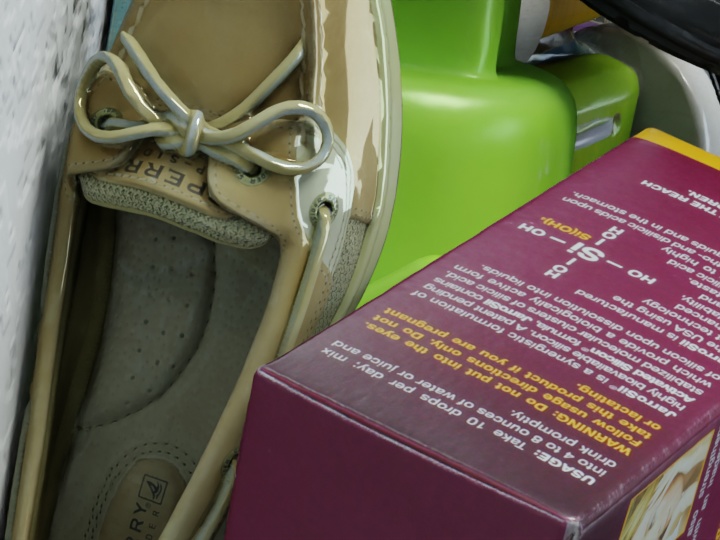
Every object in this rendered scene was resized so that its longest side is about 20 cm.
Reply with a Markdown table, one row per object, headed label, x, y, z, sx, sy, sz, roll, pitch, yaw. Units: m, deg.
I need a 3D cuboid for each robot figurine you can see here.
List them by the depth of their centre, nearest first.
| label | x | y | z | sx | sy | sz | roll | pitch | yaw |
| --- | --- | --- | --- | --- | --- | --- | --- | --- | --- |
| robot figurine | 0.000 | 0.000 | 0.754 | 0.175 | 0.115 | 0.201 | -51 | 149 | -77 |

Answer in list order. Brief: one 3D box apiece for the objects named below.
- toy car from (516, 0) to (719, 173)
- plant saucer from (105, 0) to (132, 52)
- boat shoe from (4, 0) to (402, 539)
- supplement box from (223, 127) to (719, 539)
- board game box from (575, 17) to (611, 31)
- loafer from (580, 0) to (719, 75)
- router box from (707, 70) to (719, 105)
| label | x | y | z | sx | sy | sz | roll | pitch | yaw |
| --- | --- | --- | --- | --- | --- | --- | --- | --- | --- |
| toy car | 0.040 | -0.087 | 0.931 | 0.175 | 0.150 | 0.201 | -23 | 123 | -44 |
| plant saucer | -0.044 | -0.105 | 0.660 | 0.070 | 0.019 | 0.201 | 22 | 77 | -84 |
| boat shoe | -0.043 | 0.006 | 0.588 | 0.063 | 0.073 | 0.202 | -21 | 130 | -68 |
| supplement box | 0.052 | 0.052 | 0.642 | 0.200 | 0.085 | 0.111 | -31 | 140 | -52 |
| board game box | 0.046 | -0.044 | 1.141 | 0.032 | 0.119 | 0.201 | -46 | 143 | -76 |
| loafer | 0.065 | -0.123 | 0.740 | 0.071 | 0.200 | 0.068 | -55 | 156 | 13 |
| router box | 0.156 | -0.087 | 0.784 | 0.200 | 0.062 | 0.150 | -134 | -158 | -73 |
